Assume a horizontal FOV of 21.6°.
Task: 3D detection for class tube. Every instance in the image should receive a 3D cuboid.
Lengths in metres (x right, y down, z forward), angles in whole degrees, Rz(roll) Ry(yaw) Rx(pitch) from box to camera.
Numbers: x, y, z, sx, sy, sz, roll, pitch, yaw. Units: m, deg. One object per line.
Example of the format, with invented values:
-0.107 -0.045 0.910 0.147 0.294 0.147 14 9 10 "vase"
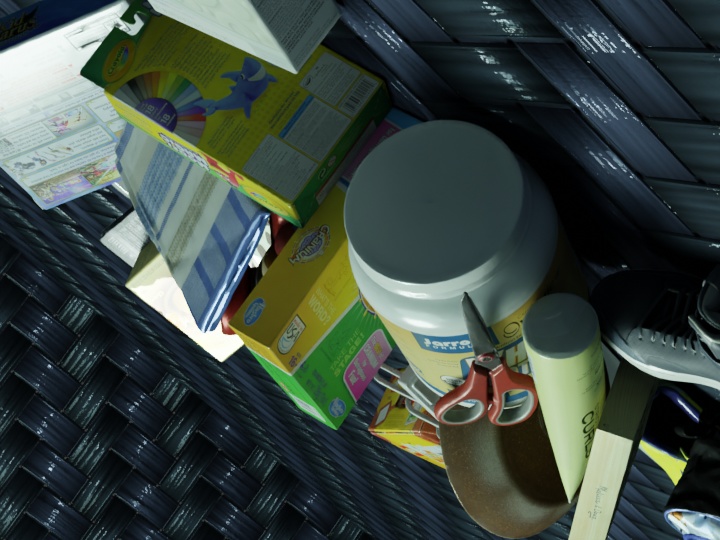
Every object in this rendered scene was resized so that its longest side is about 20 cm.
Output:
0.149 0.086 1.307 0.052 0.058 0.200 58 173 33 "tube"

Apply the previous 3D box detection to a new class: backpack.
0.339 0.215 1.422 0.200 0.154 0.190 19 170 46 "backpack"

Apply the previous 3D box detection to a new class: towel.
-0.132 -0.069 1.464 0.200 0.024 0.147 60 139 32 "towel"

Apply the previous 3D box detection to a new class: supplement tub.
0.075 -0.002 1.307 0.145 0.145 0.200 29 166 29 "supplement tub"

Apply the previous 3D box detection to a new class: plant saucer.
0.137 0.107 1.450 0.037 0.201 0.200 1 146 44 "plant saucer"

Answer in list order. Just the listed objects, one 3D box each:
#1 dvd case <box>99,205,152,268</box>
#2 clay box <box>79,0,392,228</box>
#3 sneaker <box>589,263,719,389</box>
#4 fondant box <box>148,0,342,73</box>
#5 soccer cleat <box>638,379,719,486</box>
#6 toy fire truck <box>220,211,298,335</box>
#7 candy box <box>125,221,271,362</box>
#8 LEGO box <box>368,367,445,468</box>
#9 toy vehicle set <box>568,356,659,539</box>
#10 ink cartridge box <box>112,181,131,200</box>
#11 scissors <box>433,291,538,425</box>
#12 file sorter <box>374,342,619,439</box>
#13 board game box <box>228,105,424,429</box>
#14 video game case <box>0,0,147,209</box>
-0.112 -0.039 1.666 0.149 0.200 0.016 41 -148 -21 "dvd case"
-0.091 -0.129 1.355 0.200 0.115 0.048 32 167 21 "clay box"
0.213 0.023 1.177 0.202 0.077 0.146 25 166 36 "sneaker"
-0.114 -0.223 1.202 0.144 0.058 0.200 27 164 35 "fondant box"
0.279 0.156 1.517 0.200 0.065 0.084 41 180 -14 "soccer cleat"
-0.057 -0.037 1.458 0.112 0.200 0.168 -3 162 -3 "toy fire truck"
-0.096 -0.020 1.631 0.115 0.200 0.055 40 -148 -18 "candy box"
0.110 0.161 1.919 0.149 0.077 0.200 26 170 -11 "LEGO box"
0.190 0.117 1.371 0.026 0.124 0.200 18 148 11 "toy vehicle set"
-0.182 -0.096 1.742 0.200 0.084 0.146 42 179 -24 "ink cartridge box"
0.091 0.059 1.260 0.073 0.014 0.200 -2 150 -4 "scissors"
0.102 0.077 1.555 0.200 0.139 0.124 45 168 -35 "file sorter"
0.000 0.000 1.389 0.040 0.200 0.153 28 166 30 "board game box"
-0.228 -0.146 1.550 0.200 0.045 0.181 -19 139 19 "video game case"
